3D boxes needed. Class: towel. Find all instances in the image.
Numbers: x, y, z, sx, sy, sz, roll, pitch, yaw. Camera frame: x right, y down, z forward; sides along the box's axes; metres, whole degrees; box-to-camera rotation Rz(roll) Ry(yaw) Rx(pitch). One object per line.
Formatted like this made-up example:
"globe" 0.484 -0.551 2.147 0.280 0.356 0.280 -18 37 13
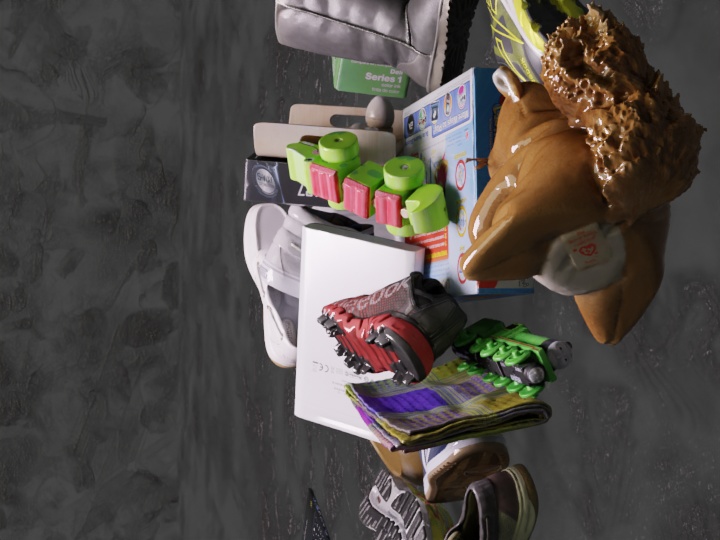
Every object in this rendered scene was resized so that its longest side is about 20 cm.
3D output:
"towel" 0.072 0.114 1.126 0.200 0.142 0.023 -146 46 -74

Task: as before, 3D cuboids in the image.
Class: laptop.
"laptop" -0.102 0.437 1.788 0.200 0.102 0.179 -118 33 -59

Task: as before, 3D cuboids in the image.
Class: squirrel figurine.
"squirrel figurine" 0.157 -0.087 0.913 0.188 0.140 0.201 -93 27 -49

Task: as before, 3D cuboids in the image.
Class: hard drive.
"hard drive" -0.003 0.063 1.262 0.131 0.027 0.202 13 110 30

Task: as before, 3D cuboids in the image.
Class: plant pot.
"plant pot" 0.017 0.145 1.366 0.201 0.027 0.200 59 166 23

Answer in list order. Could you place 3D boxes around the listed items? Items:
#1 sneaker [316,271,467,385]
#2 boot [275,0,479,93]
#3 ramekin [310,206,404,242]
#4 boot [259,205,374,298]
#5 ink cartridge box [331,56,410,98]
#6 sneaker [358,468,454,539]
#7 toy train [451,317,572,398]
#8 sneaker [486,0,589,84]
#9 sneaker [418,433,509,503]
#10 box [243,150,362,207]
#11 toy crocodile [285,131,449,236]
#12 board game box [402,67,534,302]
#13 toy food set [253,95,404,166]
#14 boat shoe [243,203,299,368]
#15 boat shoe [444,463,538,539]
"sneaker" 0.031 0.048 1.162 0.071 0.098 0.200 56 161 -16
"boot" 0.013 -0.272 1.253 0.199 0.072 0.183 29 128 21
"ramekin" -0.010 0.004 1.491 0.202 0.093 0.205 180 90 -73
"boot" 0.000 0.000 1.331 0.096 0.199 0.074 -65 23 8
"ink cartridge box" 0.023 -0.310 1.366 0.145 0.083 0.201 -95 13 -55
"sneaker" 0.063 0.261 1.256 0.079 0.090 0.200 -58 15 9
"toy train" 0.125 0.070 1.086 0.042 0.056 0.200 64 169 -9
"sneaker" 0.128 -0.214 1.053 0.085 0.074 0.201 106 158 -43
"sneaker" 0.086 0.143 1.175 0.200 0.069 0.110 104 161 -68
"box" -0.033 -0.103 1.361 0.200 0.158 0.044 -72 -14 -77
"toy crocodile" 0.003 -0.077 1.190 0.199 0.062 0.068 24 133 34
"board game box" 0.096 -0.071 1.194 0.200 0.055 0.198 168 101 -74
"toy food set" -0.022 -0.151 1.333 0.200 0.142 0.061 -54 -32 -76
"boat shoe" -0.086 0.007 1.475 0.069 0.070 0.202 130 129 -64
"boat shoe" 0.104 0.253 1.145 0.072 0.065 0.202 -110 26 -49
